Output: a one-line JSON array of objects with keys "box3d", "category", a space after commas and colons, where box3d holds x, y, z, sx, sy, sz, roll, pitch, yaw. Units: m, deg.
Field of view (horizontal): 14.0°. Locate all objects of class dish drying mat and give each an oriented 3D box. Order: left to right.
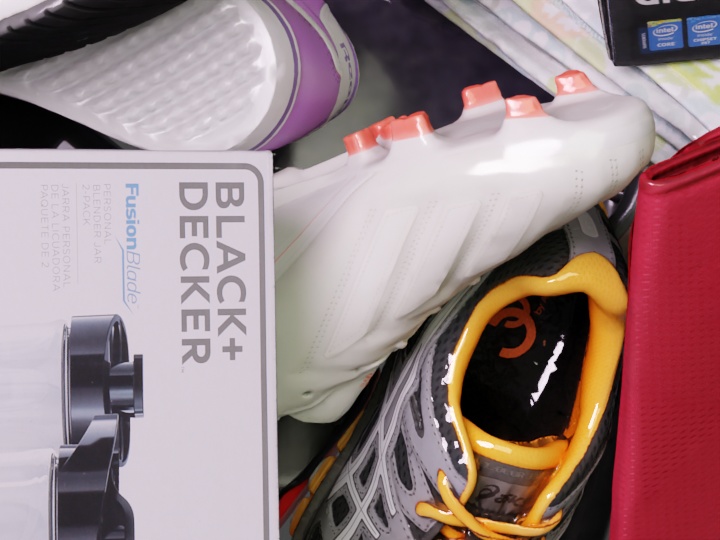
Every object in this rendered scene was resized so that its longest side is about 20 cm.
[{"box3d": [0.104, 0.037, 0.856, 0.077, 0.200, 0.018, -22, 45, -24], "category": "dish drying mat"}]

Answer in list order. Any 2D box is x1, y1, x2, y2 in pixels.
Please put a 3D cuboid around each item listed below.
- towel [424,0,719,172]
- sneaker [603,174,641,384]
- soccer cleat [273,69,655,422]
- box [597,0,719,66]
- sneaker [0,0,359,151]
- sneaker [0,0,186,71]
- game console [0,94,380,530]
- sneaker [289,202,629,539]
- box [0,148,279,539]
[{"box3d": [0.124, -0.117, 0.910, 0.200, 0.048, 0.171, -37, 57, -17], "category": "towel"}, {"box3d": [0.120, -0.058, 0.928, 0.082, 0.077, 0.200, 36, 74, 3], "category": "sneaker"}, {"box3d": [0.000, 0.000, 0.831, 0.200, 0.069, 0.078, -17, 95, 29], "category": "soccer cleat"}, {"box3d": [0.164, -0.142, 0.863, 0.199, 0.049, 0.160, -4, 55, 6], "category": "box"}, {"box3d": [-0.094, -0.087, 0.888, 0.200, 0.114, 0.073, 30, 105, 14], "category": "sneaker"}, {"box3d": [-0.117, -0.093, 0.796, 0.200, 0.074, 0.089, -16, 88, 22], "category": "sneaker"}, {"box3d": [-0.117, 0.036, 0.885, 0.200, 0.031, 0.177, 39, 69, -4], "category": "game console"}, {"box3d": [0.029, 0.067, 0.865, 0.078, 0.077, 0.201, 12, 100, -15], "category": "sneaker"}, {"box3d": [-0.122, 0.025, 0.750, 0.199, 0.060, 0.117, 1, 88, -24], "category": "box"}]
